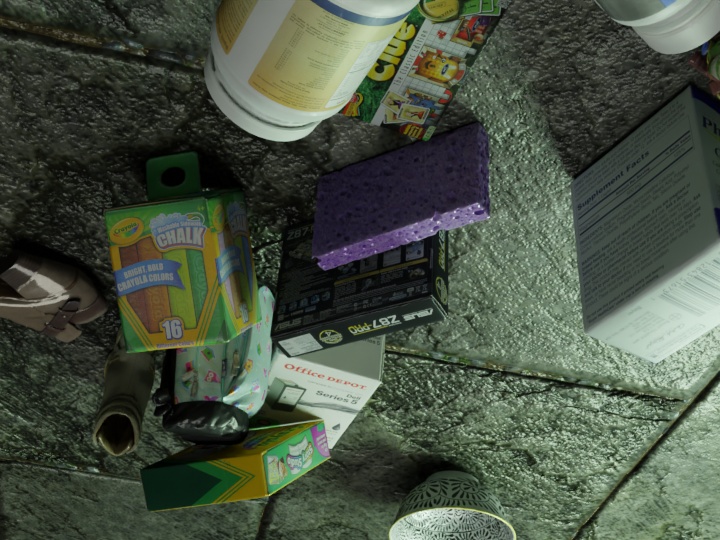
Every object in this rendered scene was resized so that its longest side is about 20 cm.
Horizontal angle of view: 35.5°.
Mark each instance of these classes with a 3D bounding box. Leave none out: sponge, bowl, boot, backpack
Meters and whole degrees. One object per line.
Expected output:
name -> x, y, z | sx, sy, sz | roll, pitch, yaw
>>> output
sponge -> 0.041, -0.078, 1.183 | 0.198, 0.113, 0.030 | -17, 140, 26
bowl -> 0.144, 0.376, 1.769 | 0.197, 0.095, 0.202 | 3, 143, 2
boot -> -0.424, 0.046, 1.423 | 0.198, 0.071, 0.146 | -22, 138, 30
boot -> -0.318, 0.180, 1.510 | 0.071, 0.156, 0.201 | 12, 141, -11
backpack -> -0.173, 0.105, 1.371 | 0.125, 0.203, 0.167 | 5, 163, 2

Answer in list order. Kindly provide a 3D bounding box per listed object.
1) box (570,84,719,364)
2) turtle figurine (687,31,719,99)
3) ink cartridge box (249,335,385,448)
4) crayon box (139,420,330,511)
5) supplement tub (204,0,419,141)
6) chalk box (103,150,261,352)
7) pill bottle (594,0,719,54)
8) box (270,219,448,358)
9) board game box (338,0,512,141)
box -> 0.312, -0.043, 1.130 | 0.104, 0.202, 0.184 | 23, 139, -25
turtle figurine -> 0.375, -0.158, 0.979 | 0.198, 0.143, 0.197 | -8, 101, 36
ink cartridge box -> -0.069, 0.143, 1.498 | 0.144, 0.085, 0.201 | 16, 141, -14
crayon box -> -0.154, 0.245, 1.435 | 0.170, 0.059, 0.200 | -12, 180, 20
supplement tub -> -0.046, -0.222, 0.981 | 0.143, 0.146, 0.200 | 20, 140, -20
chalk box -> -0.194, -0.025, 1.230 | 0.123, 0.124, 0.203 | -7, 97, 14
pill bottle -> 0.221, -0.273, 0.915 | 0.113, 0.115, 0.199 | -28, 132, 34
box -> 0.000, 0.000, 1.246 | 0.198, 0.163, 0.049 | -17, 139, 23
board game box -> 0.058, -0.210, 1.087 | 0.103, 0.024, 0.201 | 17, 140, -12
